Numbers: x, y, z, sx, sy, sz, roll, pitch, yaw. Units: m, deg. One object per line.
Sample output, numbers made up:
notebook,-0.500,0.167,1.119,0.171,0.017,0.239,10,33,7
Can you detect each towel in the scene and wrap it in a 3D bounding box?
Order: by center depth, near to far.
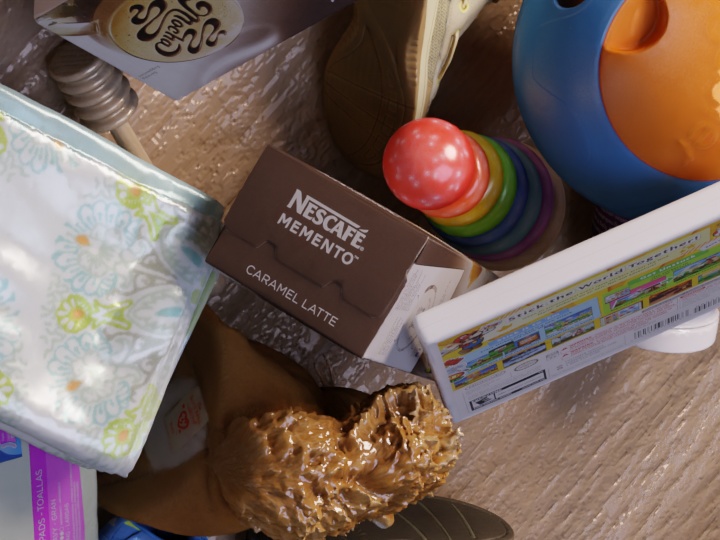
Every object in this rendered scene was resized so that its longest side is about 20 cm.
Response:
towel,-0.181,0.003,1.457,0.200,0.048,0.171,29,75,-25

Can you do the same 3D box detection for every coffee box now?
coffee box,-0.068,-0.183,1.409,0.113,0.200,0.080,29,48,-42
coffee box,0.000,0.000,1.542,0.080,0.114,0.200,-60,165,2

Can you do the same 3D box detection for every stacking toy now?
stacking toy,0.060,-0.053,1.590,0.085,0.085,0.200,-62,159,3

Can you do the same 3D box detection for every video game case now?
video game case,0.133,0.021,1.549,0.200,0.023,0.182,-23,161,0

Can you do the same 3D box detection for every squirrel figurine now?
squirrel figurine,-0.027,0.112,1.576,0.187,0.200,0.142,16,93,-41

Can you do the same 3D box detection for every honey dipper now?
honey dipper,-0.123,-0.055,1.533,0.038,0.038,0.200,-42,132,-14

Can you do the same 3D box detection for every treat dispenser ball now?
treat dispenser ball,0.191,-0.127,1.561,0.201,0.201,0.201,-16,119,-31

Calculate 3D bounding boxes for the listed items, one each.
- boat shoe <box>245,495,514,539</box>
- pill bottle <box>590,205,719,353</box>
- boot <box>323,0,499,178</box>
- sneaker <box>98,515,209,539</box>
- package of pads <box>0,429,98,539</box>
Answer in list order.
boat shoe,0.007,0.196,1.733,0.200,0.072,0.068,-1,115,-27
pill bottle,0.214,-0.051,1.741,0.112,0.112,0.200,-9,116,-34
boot,0.055,-0.162,1.593,0.155,0.073,0.200,-35,147,-39
sneaker,-0.108,0.219,1.645,0.200,0.076,0.105,38,85,-41
package of pads,-0.248,0.137,1.504,0.200,0.068,0.155,-14,117,-32
